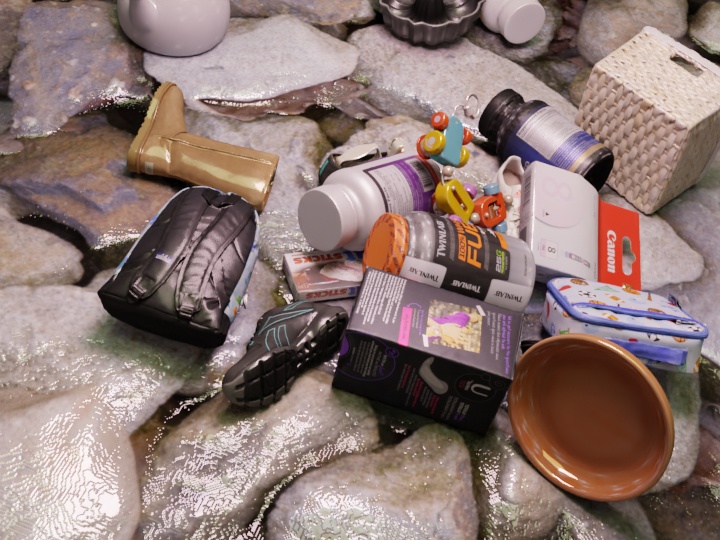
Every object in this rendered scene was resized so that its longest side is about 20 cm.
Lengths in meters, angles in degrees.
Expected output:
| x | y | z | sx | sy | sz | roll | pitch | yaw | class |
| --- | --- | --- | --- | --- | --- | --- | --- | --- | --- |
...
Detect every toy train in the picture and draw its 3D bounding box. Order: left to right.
| x | y | z | sx | sy | sz | roll | pitch | yaw | class |
| --- | --- | --- | --- | --- | --- | --- | --- | --- | --- |
| 0.136 | -0.131 | 1.339 | 0.055 | 0.201 | 0.150 | -2 | 23 | 40 | toy train |

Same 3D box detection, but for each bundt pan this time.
| x | y | z | sx | sy | sz | roll | pitch | yaw | class |
| --- | --- | --- | --- | --- | --- | --- | --- | --- | --- |
| 0.122 | -0.477 | 1.752 | 0.200 | 0.076 | 0.203 | 1 | 57 | -1 | bundt pan |

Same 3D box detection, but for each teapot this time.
| x | y | z | sx | sy | sz | roll | pitch | yaw | class |
| --- | --- | --- | --- | --- | --- | --- | --- | --- | --- |
| -0.296 | -0.455 | 1.593 | 0.196 | 0.147 | 0.201 | -5 | 48 | -19 | teapot |

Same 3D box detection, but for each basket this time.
| x | y | z | sx | sy | sz | roll | pitch | yaw | class |
| --- | --- | --- | --- | --- | --- | --- | --- | --- | --- |
| 0.451 | -0.231 | 1.542 | 0.160 | 0.201 | 0.198 | -33 | 61 | -30 | basket |

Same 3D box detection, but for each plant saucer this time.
| x | y | z | sx | sy | sz | roll | pitch | yaw | class |
| --- | --- | --- | --- | --- | --- | --- | --- | --- | --- |
| 0.260 | 0.162 | 1.115 | 0.200 | 0.201 | 0.037 | 38 | 37 | 21 | plant saucer |

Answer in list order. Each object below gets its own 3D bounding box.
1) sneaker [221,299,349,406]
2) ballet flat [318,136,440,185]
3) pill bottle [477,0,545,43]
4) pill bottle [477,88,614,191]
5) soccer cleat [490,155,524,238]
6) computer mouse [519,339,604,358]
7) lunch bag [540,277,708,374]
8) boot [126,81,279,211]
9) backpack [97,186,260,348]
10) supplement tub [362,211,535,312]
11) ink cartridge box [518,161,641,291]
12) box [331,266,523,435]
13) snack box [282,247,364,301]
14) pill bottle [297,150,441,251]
| x | y | z | sx | sy | sz | roll | pitch | yaw | class |
| --- | --- | --- | --- | --- | --- | --- | --- | --- | --- |
| -0.101 | 0.095 | 1.183 | 0.079 | 0.076 | 0.200 | 26 | 38 | 29 | sneaker |
| 0.035 | -0.154 | 1.444 | 0.199 | 0.069 | 0.068 | -12 | 46 | -25 | ballet flat |
| 0.255 | -0.508 | 1.809 | 0.112 | 0.113 | 0.201 | -10 | 50 | -23 | pill bottle |
| 0.280 | -0.190 | 1.513 | 0.112 | 0.112 | 0.200 | -29 | 59 | -35 | pill bottle |
| 0.226 | -0.079 | 1.416 | 0.069 | 0.078 | 0.201 | 2 | 47 | -13 | soccer cleat |
| 0.277 | 0.138 | 1.207 | 0.140 | 0.200 | 0.046 | 1 | 66 | 38 | computer mouse |
| 0.339 | 0.071 | 1.262 | 0.198 | 0.076 | 0.160 | 8 | 15 | -8 | lunch bag |
| -0.212 | -0.177 | 1.411 | 0.199 | 0.066 | 0.176 | 15 | 57 | 1 | boot |
| -0.202 | -0.010 | 1.210 | 0.162 | 0.154 | 0.201 | 16 | 67 | 4 | backpack |
| 0.111 | -0.003 | 1.256 | 0.199 | 0.123 | 0.123 | 13 | 43 | -22 | supplement tub |
| 0.317 | -0.049 | 1.378 | 0.199 | 0.057 | 0.164 | 13 | 63 | -11 | ink cartridge box |
| 0.079 | 0.096 | 1.179 | 0.199 | 0.123 | 0.106 | 18 | 48 | 2 | box |
| 0.000 | 0.000 | 1.319 | 0.199 | 0.024 | 0.072 | -7 | 47 | -20 | snack box |
| 0.014 | -0.090 | 1.326 | 0.199 | 0.112 | 0.111 | -21 | 54 | -43 | pill bottle |
